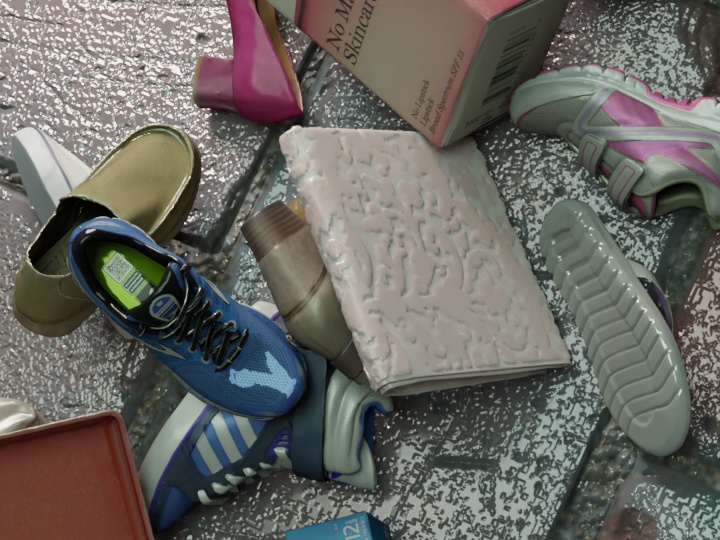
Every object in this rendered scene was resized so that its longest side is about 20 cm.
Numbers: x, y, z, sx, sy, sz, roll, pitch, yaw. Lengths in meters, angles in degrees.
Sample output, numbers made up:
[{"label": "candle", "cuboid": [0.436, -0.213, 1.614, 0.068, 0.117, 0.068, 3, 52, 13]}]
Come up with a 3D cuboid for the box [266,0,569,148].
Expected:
[{"label": "box", "cuboid": [0.040, -0.209, 1.492, 0.200, 0.128, 0.109, 41, 47, 22]}]

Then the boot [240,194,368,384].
[{"label": "boot", "cuboid": [0.000, 0.000, 1.461, 0.146, 0.200, 0.070, 50, 129, 4]}]

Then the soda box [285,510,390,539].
[{"label": "soda box", "cuboid": [0.002, 0.275, 1.411, 0.064, 0.068, 0.201, -16, 71, 10]}]

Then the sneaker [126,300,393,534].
[{"label": "sneaker", "cuboid": [-0.064, 0.137, 1.464, 0.146, 0.081, 0.201, 34, 95, 11]}]

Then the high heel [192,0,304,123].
[{"label": "high heel", "cuboid": [-0.067, -0.214, 1.573, 0.096, 0.067, 0.201, 9, 91, 27]}]

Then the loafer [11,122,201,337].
[{"label": "loafer", "cuboid": [-0.182, -0.038, 1.492, 0.076, 0.068, 0.200, 29, 62, 8]}]

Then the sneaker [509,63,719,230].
[{"label": "sneaker", "cuboid": [0.197, -0.087, 1.457, 0.199, 0.081, 0.089, 15, 77, 19]}]

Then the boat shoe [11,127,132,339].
[{"label": "boat shoe", "cuboid": [-0.198, -0.039, 1.566, 0.070, 0.071, 0.200, -27, 62, -23]}]

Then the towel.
[{"label": "towel", "cuboid": [0.045, -0.009, 1.432, 0.032, 0.190, 0.201, -39, 64, 39]}]

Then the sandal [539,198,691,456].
[{"label": "sandal", "cuboid": [0.193, 0.033, 1.438, 0.050, 0.083, 0.203, -8, 63, -33]}]

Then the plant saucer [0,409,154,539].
[{"label": "plant saucer", "cuboid": [-0.245, 0.205, 1.455, 0.198, 0.037, 0.201, -13, 109, -2]}]

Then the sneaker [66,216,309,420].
[{"label": "sneaker", "cuboid": [-0.124, 0.036, 1.393, 0.200, 0.089, 0.079, 34, 90, 2]}]

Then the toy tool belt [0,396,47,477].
[{"label": "toy tool belt", "cuboid": [-0.334, 0.150, 1.508, 0.199, 0.125, 0.124, 7, 74, 7]}]
